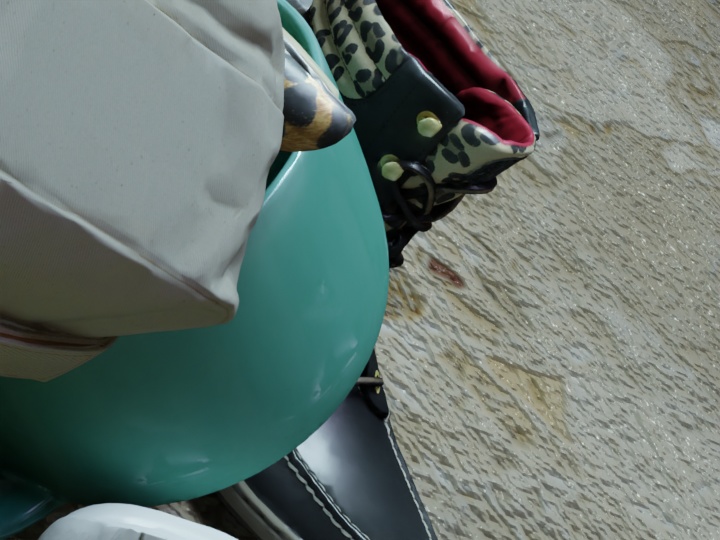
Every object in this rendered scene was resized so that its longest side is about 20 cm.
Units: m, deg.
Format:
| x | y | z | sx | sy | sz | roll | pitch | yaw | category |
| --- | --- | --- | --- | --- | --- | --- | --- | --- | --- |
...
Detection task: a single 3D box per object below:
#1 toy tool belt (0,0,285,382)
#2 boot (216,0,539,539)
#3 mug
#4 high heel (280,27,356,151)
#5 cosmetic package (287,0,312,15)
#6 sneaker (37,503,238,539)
| x | y | z | sx | sy | sz | roll | pitch | yaw | category |
| --- | --- | --- | --- | --- | --- | --- | --- | --- | --- |
| -0.121 | -0.048 | 0.603 | 0.200 | 0.123 | 0.125 | 27 | 71 | -41 | toy tool belt |
| 0.000 | 0.000 | 0.899 | 0.073 | 0.151 | 0.200 | 10 | 43 | -50 | boot |
| -0.082 | 0.005 | 0.813 | 0.152 | 0.185 | 0.115 | 59 | -6 | 46 | mug |
| -0.111 | -0.039 | 0.734 | 0.200 | 0.143 | 0.071 | 26 | -25 | 29 | high heel |
| -0.093 | -0.177 | 1.083 | 0.200 | 0.090 | 0.107 | 56 | 26 | -8 | cosmetic package |
| -0.025 | 0.122 | 0.810 | 0.200 | 0.076 | 0.081 | 35 | 16 | -30 | sneaker |
